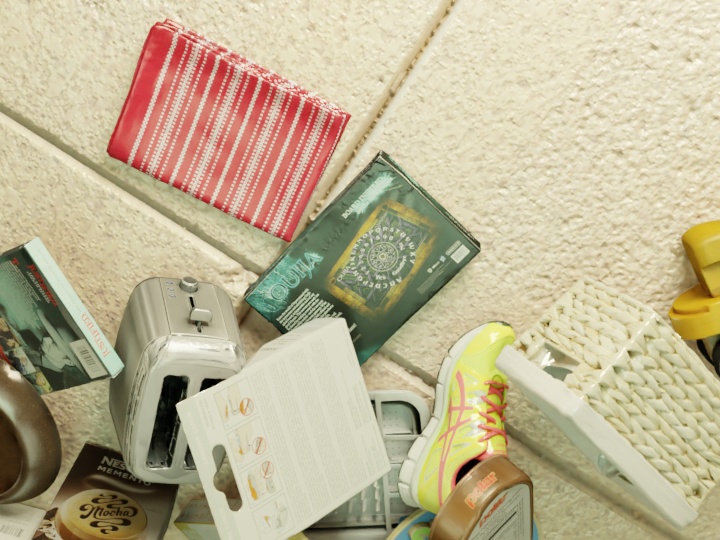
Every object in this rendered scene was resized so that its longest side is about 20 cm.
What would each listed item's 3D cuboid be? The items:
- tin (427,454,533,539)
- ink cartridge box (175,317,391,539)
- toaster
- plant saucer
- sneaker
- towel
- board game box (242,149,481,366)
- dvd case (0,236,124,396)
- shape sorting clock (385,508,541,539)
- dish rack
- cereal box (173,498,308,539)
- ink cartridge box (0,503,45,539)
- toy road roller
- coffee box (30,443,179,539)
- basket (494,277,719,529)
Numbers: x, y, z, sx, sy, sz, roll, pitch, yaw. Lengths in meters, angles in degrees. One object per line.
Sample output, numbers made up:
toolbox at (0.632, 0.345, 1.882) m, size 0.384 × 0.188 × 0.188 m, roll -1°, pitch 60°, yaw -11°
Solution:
tin at (0.117, 0.251, 0.983) m, size 0.042 × 0.112 × 0.201 m, roll 31°, pitch 150°, yaw 31°
ink cartridge box at (-0.073, 0.152, 0.954) m, size 0.047 × 0.199 × 0.161 m, roll -4°, pitch 106°, yaw 50°
toaster at (-0.177, 0.114, 1.001) m, size 0.113 × 0.129 × 0.202 m, roll 9°, pitch 111°, yaw -22°
plant saucer at (-0.400, 0.164, 1.068) m, size 0.198 × 0.032 × 0.202 m, roll 8°, pitch 119°, yaw 15°
sneaker at (0.114, 0.148, 1.005) m, size 0.078 × 0.090 × 0.202 m, roll 19°, pitch 93°, yaw -45°
towel at (-0.126, -0.128, 0.981) m, size 0.199 × 0.023 × 0.145 m, roll 26°, pitch 110°, yaw -6°
board game box at (0.000, 0.000, 1.015) m, size 0.135 × 0.028 × 0.200 m, roll 42°, pitch 107°, yaw -11°
dvd case at (-0.326, 0.054, 1.006) m, size 0.199 × 0.022 × 0.147 m, roll -16°, pitch 111°, yaw 43°
shape sorting clock at (0.100, 0.311, 1.085) m, size 0.198 × 0.039 × 0.202 m, roll -8°, pitch 119°, yaw -14°
dish rack at (-0.023, 0.196, 1.079) m, size 0.198 × 0.044 × 0.173 m, roll -4°, pitch 110°, yaw 4°
cereal box at (-0.096, 0.289, 1.051) m, size 0.144 × 0.200 × 0.040 m, roll 49°, pitch 60°, yaw -13°
ink cartridge box at (-0.408, 0.310, 1.057) m, size 0.115 × 0.200 × 0.068 m, roll 15°, pitch 110°, yaw -2°
toy road roller at (0.378, 0.011, 0.953) m, size 0.199 × 0.123 × 0.147 m, roll -25°, pitch 95°, yaw 12°
coffee box at (-0.258, 0.271, 1.035) m, size 0.112 × 0.200 × 0.080 m, roll 17°, pitch 113°, yaw -4°
basket at (0.246, 0.118, 0.963) m, size 0.124 × 0.135 × 0.200 m, roll -48°, pitch 117°, yaw -4°
